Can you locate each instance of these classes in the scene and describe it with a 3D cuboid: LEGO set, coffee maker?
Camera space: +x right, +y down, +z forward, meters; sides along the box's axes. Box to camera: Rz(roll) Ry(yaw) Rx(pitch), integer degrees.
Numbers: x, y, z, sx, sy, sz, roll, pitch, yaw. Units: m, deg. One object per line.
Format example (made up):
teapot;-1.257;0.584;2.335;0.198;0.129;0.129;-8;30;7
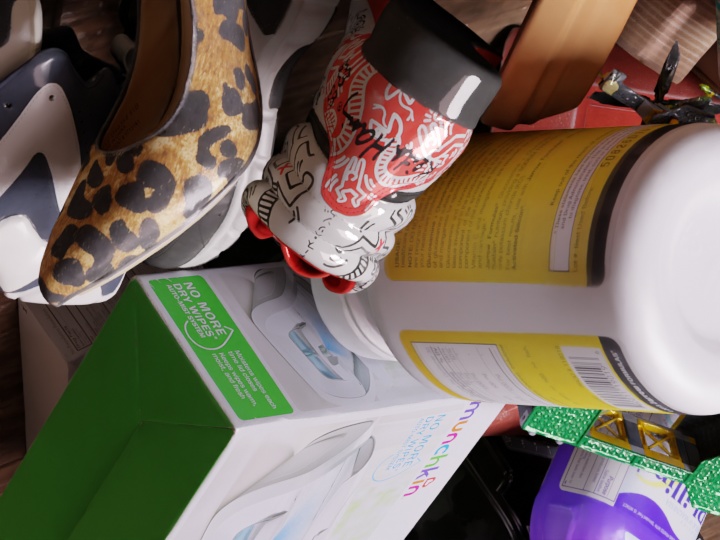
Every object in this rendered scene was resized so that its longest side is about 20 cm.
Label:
LEGO set;0.150;0.000;1.144;0.153;0.116;0.200;12;126;-14
coffee maker;0.068;0.130;1.364;0.200;0.192;0.135;17;102;-52

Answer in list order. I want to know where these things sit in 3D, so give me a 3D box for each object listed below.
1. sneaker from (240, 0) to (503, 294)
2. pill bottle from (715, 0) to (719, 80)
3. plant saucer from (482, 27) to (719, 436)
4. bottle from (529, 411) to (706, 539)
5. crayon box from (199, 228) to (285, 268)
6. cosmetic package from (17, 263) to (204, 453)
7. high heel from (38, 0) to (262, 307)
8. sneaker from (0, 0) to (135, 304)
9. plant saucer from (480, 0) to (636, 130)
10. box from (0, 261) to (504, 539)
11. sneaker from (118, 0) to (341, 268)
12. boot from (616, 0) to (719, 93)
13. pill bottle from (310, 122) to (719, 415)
sneaker;0.001;-0.055;0.994;0.108;0.067;0.201;-54;-174;9
pill bottle;0.209;-0.172;1.115;0.111;0.111;0.201;-20;117;-29
plant saucer;0.129;-0.012;1.282;0.199;0.037;0.201;3;97;-51
bottle;0.124;0.119;1.228;0.084;0.065;0.200;39;69;-39
crayon box;0.000;0.000;1.248;0.127;0.051;0.200;-36;152;-3
cosmetic package;-0.115;0.068;1.218;0.082;0.051;0.200;-25;150;-21
high heel;-0.087;-0.098;0.915;0.143;0.071;0.200;46;71;-30
sneaker;-0.166;-0.058;0.952;0.199;0.080;0.130;6;113;-26
plant saucer;0.107;-0.145;1.049;0.200;0.037;0.201;90;26;-88
box;-0.058;0.093;1.166;0.176;0.097;0.200;-4;139;-44
sneaker;-0.071;-0.083;1.039;0.080;0.074;0.200;-2;133;-29
boot;0.214;-0.153;1.256;0.155;0.077;0.200;-51;141;15
pill bottle;0.074;-0.001;1.029;0.112;0.200;0.112;-1;91;-42
